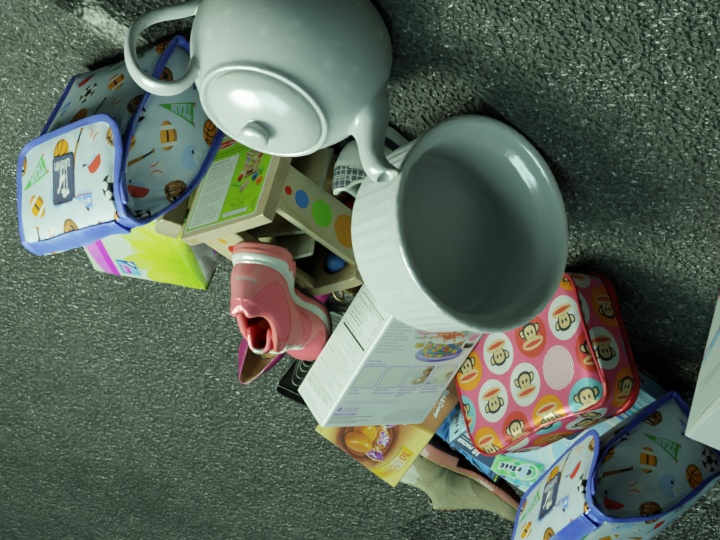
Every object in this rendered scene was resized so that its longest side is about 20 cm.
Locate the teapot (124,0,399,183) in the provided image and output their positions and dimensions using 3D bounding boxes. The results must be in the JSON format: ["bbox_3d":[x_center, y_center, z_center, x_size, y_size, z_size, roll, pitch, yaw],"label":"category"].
[{"bbox_3d":[-0.077,-0.172,1.460,0.199,0.146,0.198,-4,140,37],"label":"teapot"}]

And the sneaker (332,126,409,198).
[{"bbox_3d":[0.055,-0.058,1.613,0.200,0.081,0.076,33,145,-20],"label":"sneaker"}]

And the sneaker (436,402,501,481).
[{"bbox_3d":[0.140,0.199,1.950,0.199,0.079,0.066,19,150,8],"label":"sneaker"}]

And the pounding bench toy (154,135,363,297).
[{"bbox_3d":[-0.092,-0.050,1.658,0.200,0.125,0.156,-14,141,44],"label":"pounding bench toy"}]

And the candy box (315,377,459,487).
[{"bbox_3d":[0.045,0.139,1.839,0.117,0.056,0.200,36,130,4],"label":"candy box"}]

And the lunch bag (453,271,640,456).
[{"bbox_3d":[0.180,0.085,1.682,0.082,0.177,0.200,1,158,-42],"label":"lunch bag"}]

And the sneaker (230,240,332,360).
[{"bbox_3d":[-0.088,0.052,1.615,0.073,0.087,0.200,4,152,22],"label":"sneaker"}]

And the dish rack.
[{"bbox_3d":[-0.008,0.119,1.935,0.153,0.055,0.200,23,151,-3],"label":"dish rack"}]

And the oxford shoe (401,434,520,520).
[{"bbox_3d":[0.120,0.266,2.029,0.200,0.075,0.070,33,-172,-21],"label":"oxford shoe"}]

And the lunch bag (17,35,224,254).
[{"bbox_3d":[-0.235,-0.111,1.582,0.170,0.200,0.124,-12,135,43],"label":"lunch bag"}]

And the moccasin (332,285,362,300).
[{"bbox_3d":[0.000,-0.001,1.747,0.201,0.074,0.078,10,139,0],"label":"moccasin"}]

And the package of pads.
[{"bbox_3d":[-0.242,-0.065,1.794,0.154,0.068,0.200,9,146,21],"label":"package of pads"}]

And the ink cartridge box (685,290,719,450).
[{"bbox_3d":[0.400,0.068,1.476,0.145,0.200,0.145,23,148,-1],"label":"ink cartridge box"}]

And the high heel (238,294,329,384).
[{"bbox_3d":[-0.086,0.059,1.857,0.067,0.096,0.200,25,148,-4],"label":"high heel"}]

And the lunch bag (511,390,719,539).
[{"bbox_3d":[0.252,0.232,1.680,0.124,0.200,0.170,50,138,11],"label":"lunch bag"}]

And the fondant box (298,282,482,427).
[{"bbox_3d":[0.045,0.070,1.675,0.144,0.058,0.200,3,131,-42],"label":"fondant box"}]

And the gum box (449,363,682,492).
[{"bbox_3d":[0.225,0.164,1.804,0.170,0.045,0.200,35,123,-20],"label":"gum box"}]

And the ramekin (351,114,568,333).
[{"bbox_3d":[0.087,-0.036,1.522,0.200,0.201,0.098,37,152,-23],"label":"ramekin"}]
